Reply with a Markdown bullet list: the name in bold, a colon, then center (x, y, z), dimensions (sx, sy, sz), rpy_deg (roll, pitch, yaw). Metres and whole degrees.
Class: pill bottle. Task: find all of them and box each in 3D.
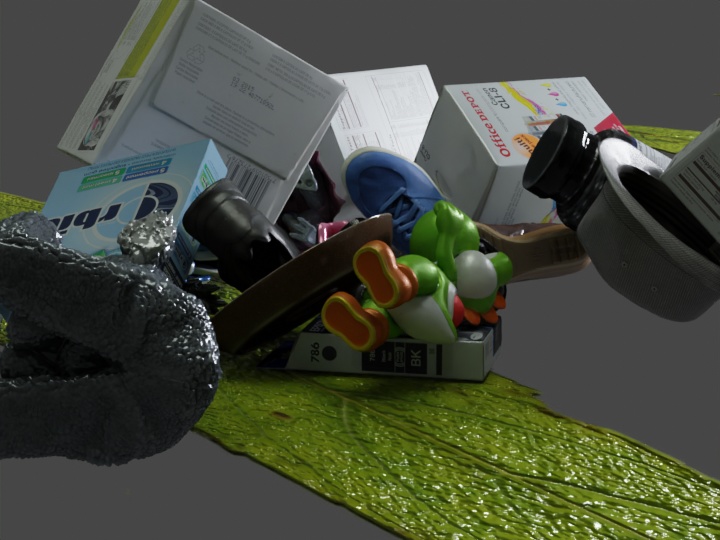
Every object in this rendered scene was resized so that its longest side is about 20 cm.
- **pill bottle**: center (0.270, -0.074, 1.705), dimensions (0.200, 0.112, 0.112), rpy_deg (27, 7, -11)

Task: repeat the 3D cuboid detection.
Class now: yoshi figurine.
- **yoshi figurine**: center (0.047, -0.002, 1.410), dimensions (0.112, 0.112, 0.200), rpy_deg (1, 8, 37)

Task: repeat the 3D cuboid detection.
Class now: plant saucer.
- **plant saucer**: center (-0.049, 0.018, 1.463), dimensions (0.200, 0.035, 0.200), rpy_deg (-33, -6, -4)

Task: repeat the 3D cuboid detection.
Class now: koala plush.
- **koala plush**: center (-0.185, 0.046, 1.258), dimensions (0.184, 0.178, 0.200), rpy_deg (11, 12, 1)

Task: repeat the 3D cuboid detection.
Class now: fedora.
- **fedora**: center (0.274, -0.024, 1.587), dimensions (0.200, 0.090, 0.177), rpy_deg (40, 24, 1)

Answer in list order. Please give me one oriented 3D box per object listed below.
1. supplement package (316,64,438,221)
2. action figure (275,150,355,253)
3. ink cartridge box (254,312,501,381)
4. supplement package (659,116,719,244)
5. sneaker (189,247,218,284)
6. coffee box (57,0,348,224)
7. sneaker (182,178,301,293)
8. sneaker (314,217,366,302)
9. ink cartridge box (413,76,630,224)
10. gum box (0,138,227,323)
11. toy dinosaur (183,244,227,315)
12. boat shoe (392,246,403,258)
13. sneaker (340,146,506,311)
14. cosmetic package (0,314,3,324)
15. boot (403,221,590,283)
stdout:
- **supplement package**: center (-0.008, -0.150, 2.072), dimensions (0.200, 0.151, 0.152), rpy_deg (-13, -10, -45)
- **action figure**: center (-0.063, -0.062, 1.886), dimensions (0.149, 0.134, 0.200), rpy_deg (32, -15, -1)
- **ink cartridge box**: center (0.016, 0.061, 1.450), dimensions (0.200, 0.039, 0.099), rpy_deg (1, 13, 13)
- **supplement package**: center (0.391, -0.059, 1.560), dimensions (0.111, 0.200, 0.156), rpy_deg (-42, -2, 20)
- **sneaker**: center (-0.200, -0.017, 1.780), dimensions (0.146, 0.081, 0.200), rpy_deg (15, 7, 12)
- **coffee box**: center (-0.171, -0.159, 1.777), dimensions (0.200, 0.200, 0.198), rpy_deg (30, -2, -23)
- **sneaker**: center (-0.090, -0.006, 1.537), dimensions (0.091, 0.076, 0.200), rpy_deg (42, 0, 29)
- **sneaker**: center (0.000, 0.000, 1.607), dimensions (0.079, 0.095, 0.200), rpy_deg (-4, 14, -23)
- **ink cartridge box**: center (0.184, -0.118, 1.917), dimensions (0.200, 0.145, 0.145), rpy_deg (-7, 48, -27)
- **gum box**: center (-0.228, -0.033, 1.564), dimensions (0.170, 0.045, 0.200), rpy_deg (-10, 37, 21)
- **toy dinosaur**: center (-0.207, 0.013, 1.583), dimensions (0.200, 0.102, 0.136), rpy_deg (33, 47, 31)
- **boat shoe**: center (0.050, -0.049, 1.924), dimensions (0.067, 0.057, 0.200), rpy_deg (-3, 12, -9)
- **sneaker**: center (0.066, -0.036, 1.612), dimensions (0.077, 0.200, 0.111), rpy_deg (-41, 19, 2)
- **cosmetic package**: center (-0.411, -0.009, 1.495), dimensions (0.166, 0.168, 0.200), rpy_deg (-3, 13, -6)
- **boot**: center (0.145, -0.016, 1.794), dimensions (0.200, 0.072, 0.166), rpy_deg (-2, 0, 0)
